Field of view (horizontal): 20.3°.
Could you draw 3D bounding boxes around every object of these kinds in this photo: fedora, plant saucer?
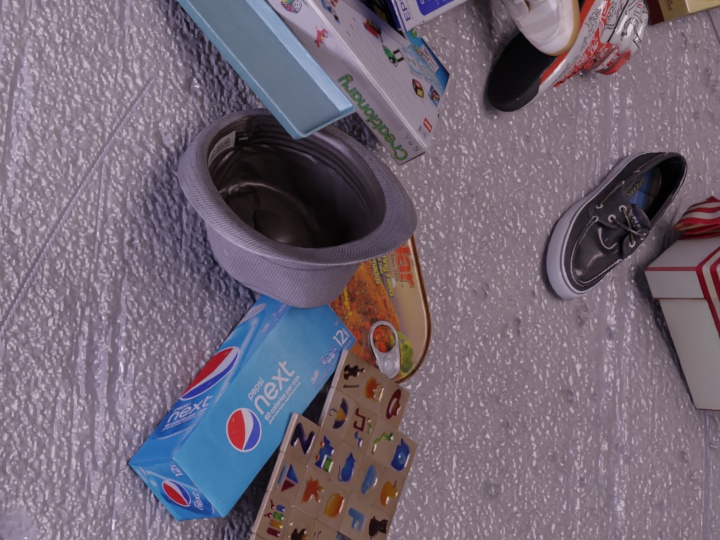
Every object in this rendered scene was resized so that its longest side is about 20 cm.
[{"bbox_3d":[-0.057,-0.038,1.582,0.177,0.090,0.200,-21,52,-36],"label":"fedora"},{"bbox_3d":[-0.090,-0.188,1.616,0.070,0.019,0.200,-31,77,-43],"label":"plant saucer"}]

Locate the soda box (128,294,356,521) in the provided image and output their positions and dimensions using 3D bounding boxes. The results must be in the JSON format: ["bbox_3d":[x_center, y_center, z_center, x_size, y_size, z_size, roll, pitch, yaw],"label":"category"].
[{"bbox_3d":[-0.091,0.102,1.582,0.068,0.064,0.200,52,53,-21],"label":"soda box"}]

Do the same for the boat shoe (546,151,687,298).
[{"bbox_3d":[0.248,-0.048,1.897,0.200,0.066,0.070,-44,110,-37],"label":"boat shoe"}]

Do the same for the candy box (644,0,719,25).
[{"bbox_3d":[0.359,-0.327,2.052,0.200,0.055,0.116,-20,95,-41],"label":"candy box"}]

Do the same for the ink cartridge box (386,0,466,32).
[{"bbox_3d":[0.029,-0.313,1.740,0.200,0.047,0.198,-35,107,-56],"label":"ink cartridge box"}]

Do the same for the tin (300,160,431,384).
[{"bbox_3d":[0.000,0.000,1.697,0.112,0.042,0.201,-10,88,-37],"label":"tin"}]

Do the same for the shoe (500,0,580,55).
[{"bbox_3d":[0.135,-0.281,1.824,0.053,0.070,0.200,-5,64,-45],"label":"shoe"}]

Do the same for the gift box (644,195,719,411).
[{"bbox_3d":[0.402,0.012,1.950,0.200,0.184,0.187,-41,117,-41],"label":"gift box"}]

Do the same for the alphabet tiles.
[{"bbox_3d":[-0.018,0.173,1.619,0.167,0.008,0.201,37,67,-49],"label":"alphabet tiles"}]

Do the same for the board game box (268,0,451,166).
[{"bbox_3d":[-0.001,-0.201,1.707,0.200,0.035,0.126,51,31,-21],"label":"board game box"}]

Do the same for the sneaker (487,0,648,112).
[{"bbox_3d":[0.202,-0.203,1.886,0.202,0.067,0.108,-58,135,-19],"label":"sneaker"}]
